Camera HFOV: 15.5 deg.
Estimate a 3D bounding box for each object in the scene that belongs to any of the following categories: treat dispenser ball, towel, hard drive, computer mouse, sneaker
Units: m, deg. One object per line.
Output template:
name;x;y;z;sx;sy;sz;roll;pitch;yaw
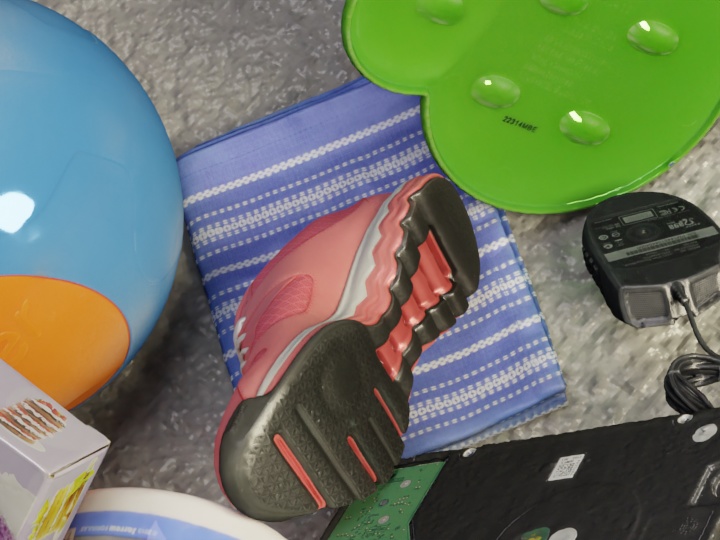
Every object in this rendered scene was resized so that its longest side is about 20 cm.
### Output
treat dispenser ball;-0.178;-0.024;1.151;0.201;0.201;0.201;-8;58;12
towel;0.000;0.000;1.191;0.145;0.024;0.200;-21;57;5
hard drive;0.059;0.118;1.002;0.200;0.038;0.140;-12;30;36
computer mouse;0.138;0.025;1.093;0.059;0.034;0.200;-12;32;-5
sneaker;-0.021;0.038;1.111;0.087;0.074;0.200;-8;31;34

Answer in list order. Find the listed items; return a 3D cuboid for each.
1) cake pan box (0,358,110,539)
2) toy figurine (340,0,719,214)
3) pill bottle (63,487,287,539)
cake pan box;-0.217;0.088;1.055;0.200;0.052;0.184;37;114;15
toy figurine;0.051;-0.146;1.185;0.150;0.200;0.184;-55;38;25
pill bottle;-0.093;0.198;1.047;0.114;0.114;0.200;4;62;19
